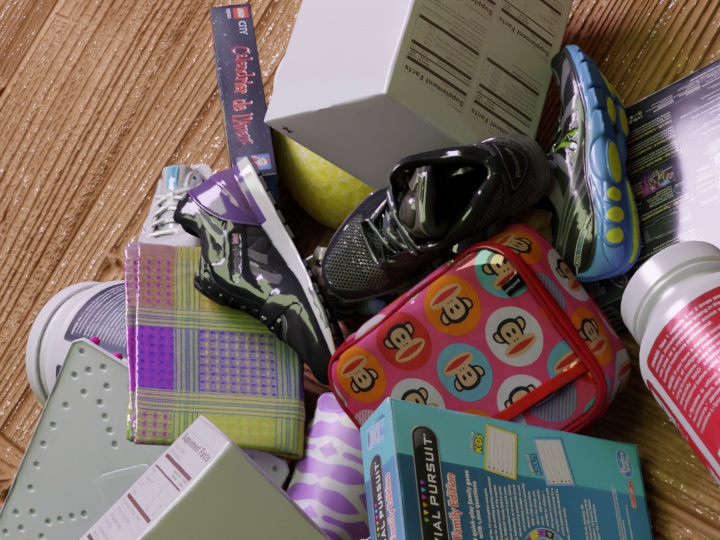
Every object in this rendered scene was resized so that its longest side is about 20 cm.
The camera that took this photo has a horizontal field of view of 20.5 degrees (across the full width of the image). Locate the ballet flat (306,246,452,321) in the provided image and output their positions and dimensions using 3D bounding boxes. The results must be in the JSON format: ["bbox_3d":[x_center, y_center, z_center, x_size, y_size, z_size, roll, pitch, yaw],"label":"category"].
[{"bbox_3d":[0.000,0.000,1.572,0.200,0.074,0.074,-26,46,62],"label":"ballet flat"}]

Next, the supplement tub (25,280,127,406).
[{"bbox_3d":[-0.175,0.085,1.679,0.200,0.140,0.141,13,75,45],"label":"supplement tub"}]

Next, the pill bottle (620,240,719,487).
[{"bbox_3d":[0.256,0.073,1.319,0.112,0.112,0.200,-44,44,13],"label":"pill bottle"}]

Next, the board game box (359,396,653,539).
[{"bbox_3d":[0.103,0.176,1.333,0.047,0.199,0.151,-51,35,46],"label":"board game box"}]

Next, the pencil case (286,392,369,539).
[{"bbox_3d":[-0.025,0.192,1.529,0.085,0.084,0.201,-10,55,63],"label":"pencil case"}]

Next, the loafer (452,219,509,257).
[{"bbox_3d":[0.087,-0.021,1.579,0.201,0.063,0.072,-68,14,-19],"label":"loafer"}]

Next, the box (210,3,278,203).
[{"bbox_3d":[-0.099,-0.114,1.737,0.038,0.137,0.201,-7,53,-4],"label":"box"}]

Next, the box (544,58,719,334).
[{"bbox_3d":[0.234,-0.058,1.467,0.200,0.043,0.161,-28,50,27],"label":"box"}]

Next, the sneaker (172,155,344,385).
[{"bbox_3d":[-0.079,0.015,1.554,0.087,0.076,0.200,-27,67,-1],"label":"sneaker"}]

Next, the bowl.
[{"bbox_3d":[-0.010,-0.146,1.694,0.200,0.108,0.201,-22,52,31],"label":"bowl"}]

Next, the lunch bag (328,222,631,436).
[{"bbox_3d":[0.092,0.082,1.443,0.200,0.082,0.176,-38,88,33],"label":"lunch bag"}]

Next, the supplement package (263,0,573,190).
[{"bbox_3d":[0.051,-0.179,1.542,0.152,0.150,0.201,-7,60,51],"label":"supplement package"}]

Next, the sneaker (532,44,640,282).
[{"bbox_3d":[0.155,-0.082,1.468,0.082,0.071,0.200,-17,58,27],"label":"sneaker"}]

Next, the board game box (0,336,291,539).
[{"bbox_3d":[-0.173,0.180,1.579,0.200,0.026,0.200,30,113,10],"label":"board game box"}]

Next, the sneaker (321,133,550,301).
[{"bbox_3d":[0.031,-0.037,1.438,0.199,0.114,0.076,-27,79,32],"label":"sneaker"}]

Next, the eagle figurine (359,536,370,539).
[{"bbox_3d":[0.025,0.243,1.407,0.200,0.151,0.152,-44,24,32],"label":"eagle figurine"}]

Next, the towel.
[{"bbox_3d":[-0.114,0.058,1.556,0.023,0.143,0.201,110,160,-50],"label":"towel"}]

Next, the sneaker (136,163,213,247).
[{"bbox_3d":[-0.160,-0.043,1.703,0.075,0.087,0.200,-8,15,10],"label":"sneaker"}]

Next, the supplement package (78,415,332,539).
[{"bbox_3d":[-0.133,0.220,1.409,0.200,0.117,0.117,-45,15,-7],"label":"supplement package"}]
